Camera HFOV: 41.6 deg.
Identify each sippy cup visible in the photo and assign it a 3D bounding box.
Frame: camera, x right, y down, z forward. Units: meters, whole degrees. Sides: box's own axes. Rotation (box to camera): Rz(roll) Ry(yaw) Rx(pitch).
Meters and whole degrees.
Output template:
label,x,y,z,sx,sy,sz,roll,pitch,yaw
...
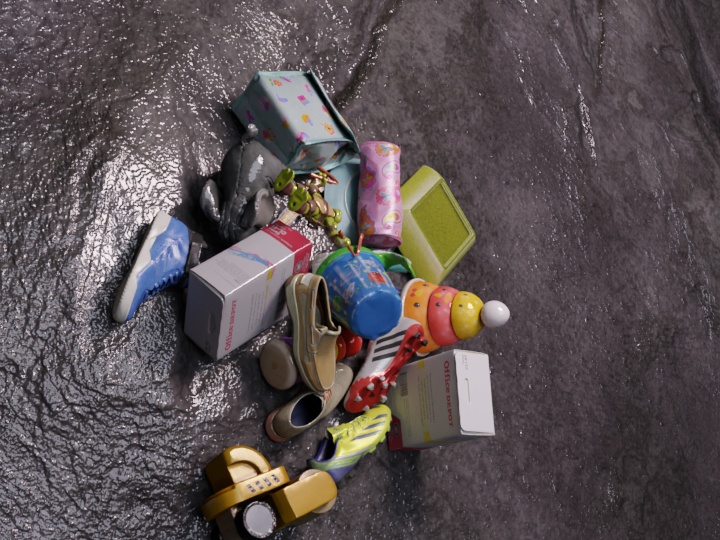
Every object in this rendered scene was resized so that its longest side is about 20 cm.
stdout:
label,x,y,z,sx,sy,sz,roll,pitch,yaw
sippy cup,0.003,0.046,1.593,0.139,0.130,0.178,19,107,-32

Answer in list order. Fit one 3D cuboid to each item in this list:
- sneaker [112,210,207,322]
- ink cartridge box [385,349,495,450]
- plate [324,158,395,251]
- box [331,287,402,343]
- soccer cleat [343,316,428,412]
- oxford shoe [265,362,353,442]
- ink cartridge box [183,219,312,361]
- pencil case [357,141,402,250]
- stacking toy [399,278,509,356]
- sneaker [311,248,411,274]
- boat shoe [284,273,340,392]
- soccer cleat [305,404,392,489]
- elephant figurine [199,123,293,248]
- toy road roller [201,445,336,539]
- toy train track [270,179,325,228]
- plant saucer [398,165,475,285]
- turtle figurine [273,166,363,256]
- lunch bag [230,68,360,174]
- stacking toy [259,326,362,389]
label,x,y,z,sx,sy,sz,roll,pitch,yaw
sneaker,-0.304,0.010,1.478,0.111,0.077,0.200,28,52,-16
ink cartridge box,0.135,0.231,1.660,0.083,0.200,0.146,9,69,-35
plate,0.015,-0.120,1.796,0.200,0.026,0.201,16,65,-39
box,-0.004,0.058,1.725,0.200,0.032,0.122,27,59,-27
soccer cleat,0.033,0.163,1.668,0.200,0.085,0.069,-50,137,-8
oxford shoe,-0.069,0.218,1.589,0.200,0.074,0.071,-41,99,-40
ink cartridge box,-0.179,0.029,1.516,0.086,0.148,0.200,37,45,24
pencil case,0.036,-0.139,1.748,0.087,0.087,0.201,13,66,-34
stacking toy,0.179,0.080,1.733,0.146,0.199,0.147,16,71,-57
sneaker,0.000,0.000,1.695,0.199,0.077,0.080,-3,94,-31
boat shoe,-0.066,0.103,1.512,0.072,0.076,0.201,-33,115,-50
soccer cleat,-0.016,0.285,1.614,0.084,0.065,0.200,52,51,-8
elephant figurine,-0.194,-0.102,1.560,0.155,0.141,0.200,39,51,-28
toy road roller,-0.151,0.336,1.458,0.200,0.123,0.146,-14,72,-39
toy train track,-0.119,-0.104,1.690,0.115,0.032,0.200,50,51,-13
plant saucer,0.146,-0.087,1.860,0.200,0.048,0.200,58,46,-14
turtle figurine,-0.078,-0.113,1.588,0.161,0.064,0.200,29,35,-53
lunch bag,-0.100,-0.268,1.700,0.200,0.122,0.171,-15,68,-49
stacking toy,-0.072,0.139,1.616,0.200,0.085,0.086,-14,83,-44
